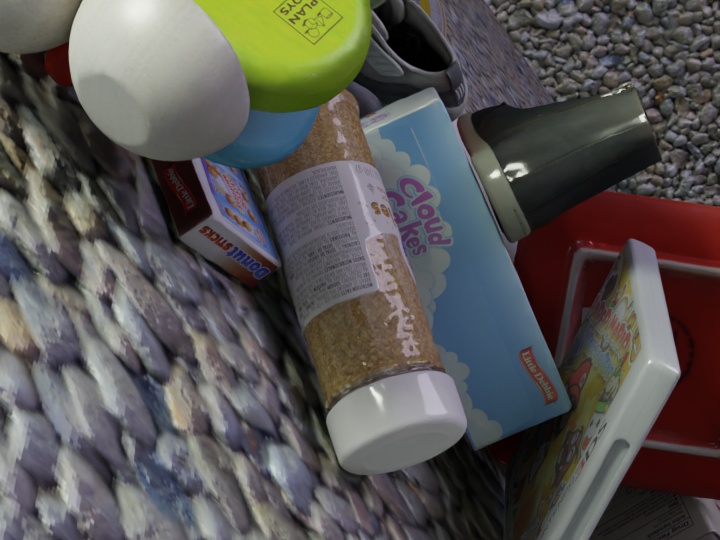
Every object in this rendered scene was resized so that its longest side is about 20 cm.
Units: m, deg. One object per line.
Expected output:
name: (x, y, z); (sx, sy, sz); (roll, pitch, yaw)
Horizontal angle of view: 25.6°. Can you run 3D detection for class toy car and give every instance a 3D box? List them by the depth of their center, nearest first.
toy car: (-0.087, -0.122, 0.706); (0.199, 0.175, 0.150); (34, -34, 12)

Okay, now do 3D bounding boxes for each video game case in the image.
video game case: (0.130, 0.092, 0.933); (0.023, 0.183, 0.200); (24, 20, -2)

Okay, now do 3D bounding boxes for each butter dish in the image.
butter dish: (0.193, 0.036, 1.099); (0.148, 0.198, 0.201); (-84, -178, -73)

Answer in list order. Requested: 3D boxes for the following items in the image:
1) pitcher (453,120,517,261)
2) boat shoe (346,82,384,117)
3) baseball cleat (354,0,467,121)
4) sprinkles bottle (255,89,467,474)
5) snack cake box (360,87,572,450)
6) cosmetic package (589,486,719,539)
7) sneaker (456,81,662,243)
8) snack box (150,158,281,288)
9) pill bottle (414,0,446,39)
pitcher: (0.098, -0.040, 1.271); (0.200, 0.121, 0.172); (47, -2, 3)
boat shoe: (0.033, -0.053, 1.084); (0.202, 0.071, 0.070); (60, -21, 17)
baseball cleat: (-0.013, -0.170, 1.053); (0.199, 0.070, 0.107); (27, -20, 17)
sprinkles bottle: (-0.006, 0.002, 0.825); (0.068, 0.068, 0.201); (32, 36, -61)
snack cake box: (0.057, -0.005, 0.967); (0.115, 0.067, 0.201); (-77, 144, -79)
cosmetic package: (0.191, 0.152, 1.163); (0.073, 0.103, 0.201); (45, 19, -42)
sneaker: (0.123, -0.073, 0.974); (0.200, 0.106, 0.075); (-94, 159, -75)
snack box: (-0.098, -0.087, 0.841); (0.072, 0.024, 0.201); (40, 22, -56)
pill bottle: (0.007, -0.195, 1.266); (0.112, 0.112, 0.200); (59, 13, 6)
